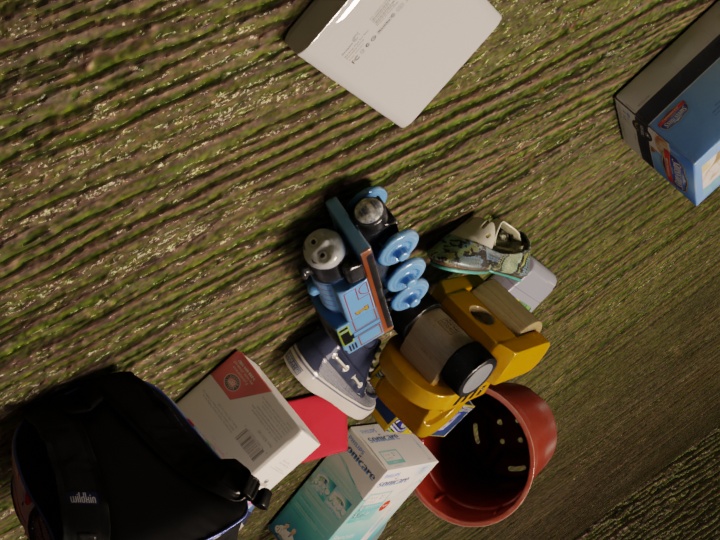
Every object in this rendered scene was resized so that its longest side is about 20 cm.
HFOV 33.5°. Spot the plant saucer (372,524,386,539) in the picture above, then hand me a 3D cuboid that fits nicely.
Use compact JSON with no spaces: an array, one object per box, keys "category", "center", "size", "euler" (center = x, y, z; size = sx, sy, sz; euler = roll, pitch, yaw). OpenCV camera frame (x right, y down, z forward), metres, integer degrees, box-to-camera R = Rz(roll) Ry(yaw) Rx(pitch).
[{"category":"plant saucer","center":[-0.046,0.425,1.834],"size":[0.200,0.039,0.201],"euler":[-33,154,-19]}]

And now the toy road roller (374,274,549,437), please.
[{"category":"toy road roller","center":[0.102,0.100,1.351],"size":[0.199,0.123,0.146],"euler":[-14,142,-49]}]

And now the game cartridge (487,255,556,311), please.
[{"category":"game cartridge","center":[0.169,0.063,1.583],"size":[0.200,0.040,0.133],"euler":[-47,151,9]}]

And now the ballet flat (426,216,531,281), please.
[{"category":"ballet flat","center":[0.140,-0.029,1.374],"size":[0.074,0.074,0.200],"euler":[-51,156,17]}]

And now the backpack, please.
[{"category":"backpack","center":[-0.212,0.194,1.046],"size":[0.199,0.191,0.154],"euler":[-17,151,-36]}]

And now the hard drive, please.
[{"category":"hard drive","center":[0.033,-0.198,0.976],"size":[0.132,0.026,0.200],"euler":[-48,155,10]}]

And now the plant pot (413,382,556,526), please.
[{"category":"plant pot","center":[0.188,0.249,1.742],"size":[0.201,0.201,0.195],"euler":[-52,162,20]}]

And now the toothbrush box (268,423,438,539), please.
[{"category":"toothbrush box","center":[-0.009,0.308,1.649],"size":[0.200,0.085,0.146],"euler":[-53,153,17]}]

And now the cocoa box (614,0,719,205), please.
[{"category":"cocoa box","center":[0.421,-0.204,1.412],"size":[0.200,0.131,0.133],"euler":[-42,155,-1]}]

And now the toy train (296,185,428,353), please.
[{"category":"toy train","center":[0.000,0.000,1.177],"size":[0.114,0.087,0.200],"euler":[-33,154,-7]}]

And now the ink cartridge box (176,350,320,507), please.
[{"category":"ink cartridge box","center":[-0.156,0.194,1.214],"size":[0.200,0.117,0.068],"euler":[-41,155,-2]}]

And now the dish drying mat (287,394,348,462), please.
[{"category":"dish drying mat","center":[-0.081,0.188,1.389],"size":[0.199,0.018,0.077],"euler":[-5,93,-53]}]

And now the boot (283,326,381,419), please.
[{"category":"boot","center":[-0.005,0.106,1.345],"size":[0.090,0.073,0.200],"euler":[-39,155,6]}]

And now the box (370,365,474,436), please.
[{"category":"box","center":[0.074,0.170,1.568],"size":[0.064,0.070,0.200],"euler":[-46,155,13]}]

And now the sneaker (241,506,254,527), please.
[{"category":"sneaker","center":[-0.165,0.258,1.361],"size":[0.082,0.074,0.200],"euler":[-37,161,-23]}]
